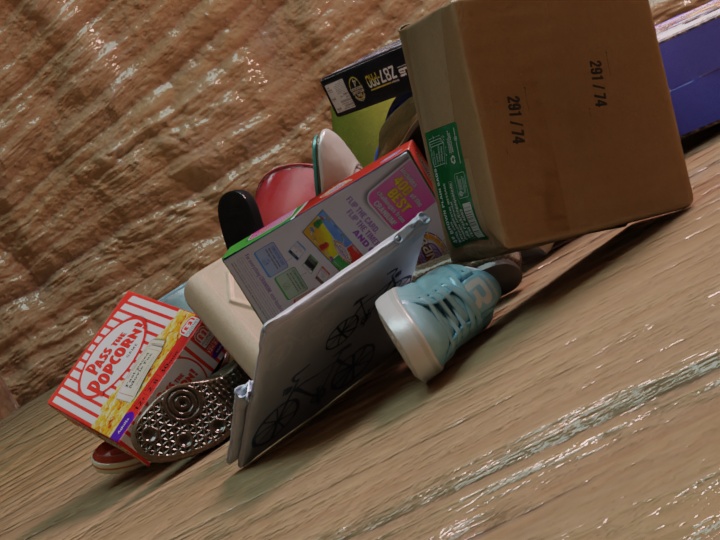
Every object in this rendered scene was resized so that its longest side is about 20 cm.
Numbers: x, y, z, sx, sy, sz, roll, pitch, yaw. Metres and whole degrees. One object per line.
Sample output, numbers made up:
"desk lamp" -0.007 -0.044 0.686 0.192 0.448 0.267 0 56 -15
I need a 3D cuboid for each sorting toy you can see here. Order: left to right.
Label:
"sorting toy" -0.047 0.025 1.609 0.199 0.185 0.037 -34 -35 -15

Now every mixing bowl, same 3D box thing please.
"mixing bowl" -0.047 -0.003 1.747 0.200 0.200 0.109 -25 28 49

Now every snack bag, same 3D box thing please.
"snack bag" -0.028 0.057 1.328 0.188 0.021 0.201 -35 -25 -30

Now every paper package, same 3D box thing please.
"paper package" 0.146 -0.123 1.314 0.189 0.202 0.103 -13 -1 -22

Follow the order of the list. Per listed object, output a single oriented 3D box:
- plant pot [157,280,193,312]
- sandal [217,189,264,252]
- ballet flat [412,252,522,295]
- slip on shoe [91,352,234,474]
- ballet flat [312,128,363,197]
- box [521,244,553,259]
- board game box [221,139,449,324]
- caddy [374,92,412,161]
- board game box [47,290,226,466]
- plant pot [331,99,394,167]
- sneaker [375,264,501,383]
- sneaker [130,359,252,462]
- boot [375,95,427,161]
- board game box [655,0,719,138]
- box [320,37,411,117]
"plant pot" -0.158 0.071 1.848 0.199 0.136 0.200 -31 5 3
"sandal" -0.113 0.019 1.684 0.075 0.202 0.045 -14 6 45
"ballet flat" 0.047 0.018 1.429 0.199 0.067 0.047 -22 50 18
"slip on shoe" -0.199 0.146 1.725 0.199 0.061 0.074 -31 21 4
"ballet flat" -0.001 -0.032 1.514 0.069 0.202 0.069 -5 13 1
"box" 0.163 -0.121 1.549 0.201 0.109 0.128 -57 12 -12
"board game box" 0.000 0.000 1.472 0.199 0.154 0.040 -29 11 14
"caddy" 0.104 -0.101 1.673 0.141 0.201 0.105 -32 -12 -26
"board game box" -0.230 0.107 1.705 0.152 0.046 0.199 -56 29 -13
"plant pot" 0.047 -0.110 1.863 0.186 0.202 0.187 -24 0 0
"sneaker" 0.066 0.026 1.277 0.082 0.074 0.200 -35 4 12
"sneaker" -0.135 0.134 1.601 0.199 0.071 0.076 -30 -15 -25
"boot" 0.068 -0.142 1.484 0.073 0.076 0.200 11 -33 -28
"board game box" 0.350 -0.210 1.662 0.158 0.098 0.200 -22 8 22
"box" 0.071 -0.214 1.595 0.161 0.049 0.200 -32 9 -26
